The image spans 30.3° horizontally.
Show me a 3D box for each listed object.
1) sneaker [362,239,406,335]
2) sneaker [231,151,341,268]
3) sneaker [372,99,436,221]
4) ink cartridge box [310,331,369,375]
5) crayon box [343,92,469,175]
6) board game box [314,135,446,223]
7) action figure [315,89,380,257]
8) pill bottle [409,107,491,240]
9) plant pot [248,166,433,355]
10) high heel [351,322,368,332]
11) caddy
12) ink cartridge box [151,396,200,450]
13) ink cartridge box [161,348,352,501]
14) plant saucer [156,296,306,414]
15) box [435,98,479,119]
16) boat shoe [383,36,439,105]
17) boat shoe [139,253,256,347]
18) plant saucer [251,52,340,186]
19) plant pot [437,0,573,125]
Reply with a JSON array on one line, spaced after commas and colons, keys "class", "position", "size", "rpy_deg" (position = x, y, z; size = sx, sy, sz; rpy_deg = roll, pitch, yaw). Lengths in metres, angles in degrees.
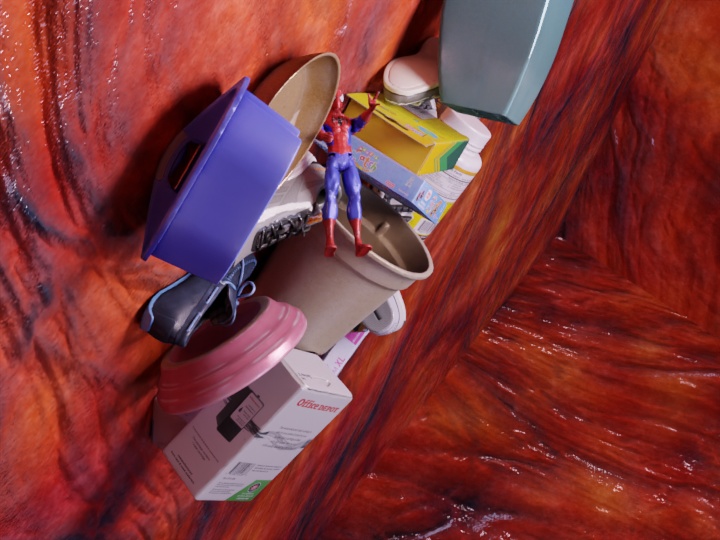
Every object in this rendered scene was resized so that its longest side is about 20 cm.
[{"class": "sneaker", "position": [0.000, 0.000, 1.825], "size": [0.073, 0.201, 0.071], "rpy_deg": [-26, 166, 15]}, {"class": "sneaker", "position": [-0.095, -0.065, 1.541], "size": [0.200, 0.079, 0.074], "rpy_deg": [-46, 166, -36]}, {"class": "sneaker", "position": [0.052, -0.168, 1.887], "size": [0.081, 0.075, 0.201], "rpy_deg": [-130, -129, -60]}, {"class": "ink cartridge box", "position": [-0.077, 0.104, 1.948], "size": [0.120, 0.042, 0.200], "rpy_deg": [-54, -153, -9]}, {"class": "crayon box", "position": [0.053, -0.178, 1.710], "size": [0.051, 0.127, 0.200], "rpy_deg": [-60, 166, 16]}, {"class": "board game box", "position": [0.027, -0.123, 1.687], "size": [0.037, 0.151, 0.200], "rpy_deg": [-57, 168, 2]}, {"class": "action figure", "position": [-0.016, -0.126, 1.522], "size": [0.099, 0.065, 0.201], "rpy_deg": [128, -42, -65]}, {"class": "pill bottle", "position": [0.104, -0.145, 1.973], "size": [0.200, 0.109, 0.109], "rpy_deg": [-53, 169, 20]}, {"class": "plant pot", "position": [-0.039, 0.001, 1.715], "size": [0.184, 0.200, 0.200], "rpy_deg": [-49, 171, 20]}, {"class": "high heel", "position": [-0.082, 0.105, 1.863], "size": [0.201, 0.142, 0.071], "rpy_deg": [-61, 166, 22]}, {"class": "caddy", "position": [-0.140, -0.086, 1.264], "size": [0.201, 0.105, 0.141], "rpy_deg": [-59, -170, 9]}, {"class": "ink cartridge box", "position": [-0.186, 0.150, 1.754], "size": [0.200, 0.068, 0.116], "rpy_deg": [-47, 164, -35]}, {"class": "ink cartridge box", "position": [-0.126, 0.191, 1.658], "size": [0.200, 0.083, 0.146], "rpy_deg": [-45, 156, 10]}, {"class": "plant saucer", "position": [-0.160, 0.092, 1.569], "size": [0.200, 0.051, 0.201], "rpy_deg": [-29, -165, 8]}, {"class": "box", "position": [0.171, -0.284, 2.069], "size": [0.200, 0.048, 0.159], "rpy_deg": [-47, 165, -33]}, {"class": "boat shoe", "position": [0.079, -0.250, 1.753], "size": [0.202, 0.072, 0.060], "rpy_deg": [-45, 159, -55]}, {"class": "boat shoe", "position": [-0.173, 0.039, 1.522], "size": [0.200, 0.068, 0.084], "rpy_deg": [-43, 162, -48]}, {"class": "plant saucer", "position": [-0.093, -0.153, 1.423], "size": [0.200, 0.035, 0.200], "rpy_deg": [-53, 168, -16]}, {"class": "plant pot", "position": [0.177, -0.295, 1.694], "size": [0.141, 0.141, 0.201], "rpy_deg": [7, 97, -72]}]
